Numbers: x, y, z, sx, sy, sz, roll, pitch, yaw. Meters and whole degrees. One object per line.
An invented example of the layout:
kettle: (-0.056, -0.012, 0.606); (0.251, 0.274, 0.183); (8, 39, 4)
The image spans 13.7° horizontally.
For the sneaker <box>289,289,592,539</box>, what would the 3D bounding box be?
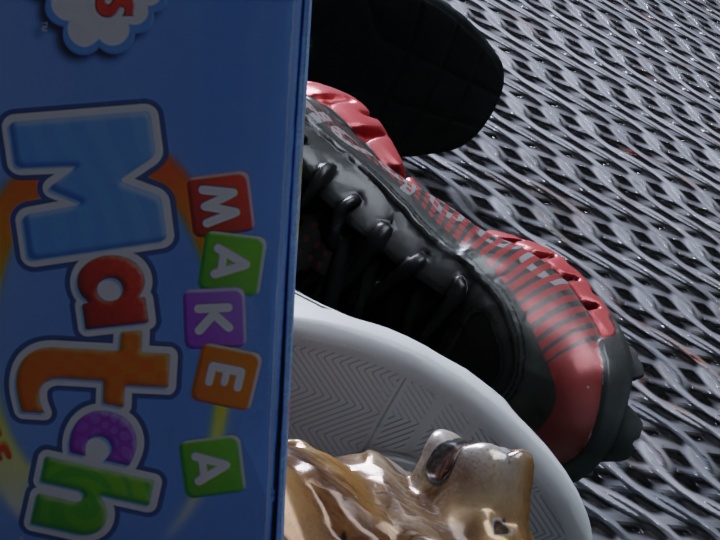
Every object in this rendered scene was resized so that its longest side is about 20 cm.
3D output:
sneaker: (-0.031, 0.019, 0.788); (0.200, 0.073, 0.112); (26, 17, -11)

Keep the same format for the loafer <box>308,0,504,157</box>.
loafer: (-0.029, -0.099, 1.173); (0.200, 0.073, 0.072); (20, 14, -38)

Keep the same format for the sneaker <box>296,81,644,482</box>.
sneaker: (0.000, 0.000, 0.913); (0.098, 0.071, 0.200); (13, 21, -48)

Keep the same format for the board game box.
board game box: (-0.108, -0.024, 0.501); (0.199, 0.152, 0.037); (4, 15, -1)

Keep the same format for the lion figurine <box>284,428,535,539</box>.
lion figurine: (-0.042, 0.069, 0.650); (0.122, 0.073, 0.200); (41, 29, 18)
